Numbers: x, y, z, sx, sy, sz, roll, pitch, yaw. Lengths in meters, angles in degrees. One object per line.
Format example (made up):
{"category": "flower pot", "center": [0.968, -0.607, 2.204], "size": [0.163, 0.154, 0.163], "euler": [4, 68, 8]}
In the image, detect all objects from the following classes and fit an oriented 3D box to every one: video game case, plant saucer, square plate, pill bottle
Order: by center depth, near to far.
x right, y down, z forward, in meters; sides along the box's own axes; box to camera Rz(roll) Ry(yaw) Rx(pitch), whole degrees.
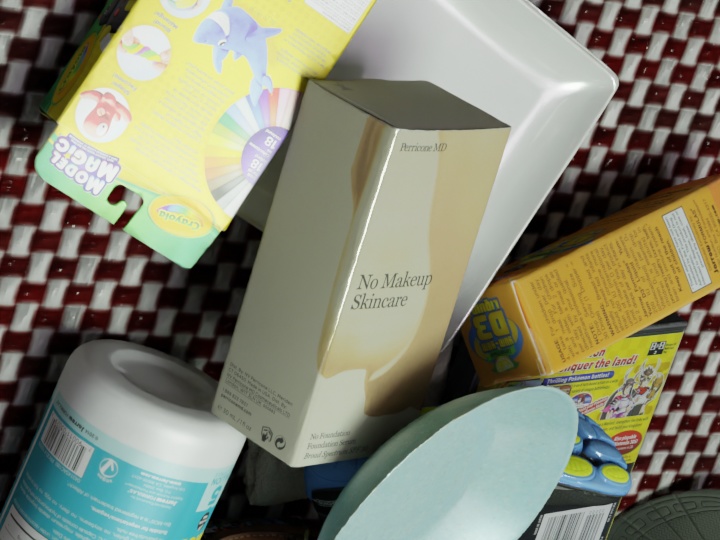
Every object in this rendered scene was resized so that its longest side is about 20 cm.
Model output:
{"category": "plant saucer", "center": [0.037, 0.131, 1.509], "size": [0.201, 0.039, 0.201], "euler": [-32, 149, -22]}
{"category": "pill bottle", "center": [-0.149, 0.148, 1.511], "size": [0.111, 0.111, 0.201], "euler": [12, 110, -40]}
{"category": "square plate", "center": [0.029, -0.082, 1.523], "size": [0.198, 0.028, 0.200], "euler": [36, 86, -33]}
{"category": "video game case", "center": [0.113, 0.114, 1.719], "size": [0.200, 0.025, 0.181], "euler": [-4, 120, -45]}

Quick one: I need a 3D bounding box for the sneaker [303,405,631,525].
{"category": "sneaker", "center": [0.064, 0.125, 1.615], "size": [0.199, 0.071, 0.083], "euler": [-2, 132, -7]}

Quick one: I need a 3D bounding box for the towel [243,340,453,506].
{"category": "towel", "center": [-0.005, 0.047, 1.607], "size": [0.132, 0.034, 0.201], "euler": [-10, 123, -30]}

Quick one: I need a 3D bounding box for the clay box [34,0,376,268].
{"category": "clay box", "center": [-0.082, -0.113, 1.413], "size": [0.115, 0.048, 0.200], "euler": [34, 93, -26]}

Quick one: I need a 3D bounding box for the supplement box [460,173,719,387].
{"category": "supplement box", "center": [0.152, 0.005, 1.633], "size": [0.200, 0.066, 0.069], "euler": [-28, 98, -37]}

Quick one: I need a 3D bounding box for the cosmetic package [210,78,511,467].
{"category": "cosmetic package", "center": [0.000, 0.000, 1.452], "size": [0.105, 0.071, 0.201], "euler": [-6, 119, -48]}

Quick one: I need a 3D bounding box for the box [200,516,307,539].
{"category": "box", "center": [-0.113, 0.248, 1.649], "size": [0.136, 0.038, 0.201], "euler": [3, 115, -37]}

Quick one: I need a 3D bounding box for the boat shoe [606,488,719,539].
{"category": "boat shoe", "center": [0.187, 0.221, 1.831], "size": [0.202, 0.074, 0.065], "euler": [-33, 138, -10]}

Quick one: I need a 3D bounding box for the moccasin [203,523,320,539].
{"category": "moccasin", "center": [-0.008, 0.199, 1.592], "size": [0.201, 0.078, 0.074], "euler": [21, 80, -20]}
